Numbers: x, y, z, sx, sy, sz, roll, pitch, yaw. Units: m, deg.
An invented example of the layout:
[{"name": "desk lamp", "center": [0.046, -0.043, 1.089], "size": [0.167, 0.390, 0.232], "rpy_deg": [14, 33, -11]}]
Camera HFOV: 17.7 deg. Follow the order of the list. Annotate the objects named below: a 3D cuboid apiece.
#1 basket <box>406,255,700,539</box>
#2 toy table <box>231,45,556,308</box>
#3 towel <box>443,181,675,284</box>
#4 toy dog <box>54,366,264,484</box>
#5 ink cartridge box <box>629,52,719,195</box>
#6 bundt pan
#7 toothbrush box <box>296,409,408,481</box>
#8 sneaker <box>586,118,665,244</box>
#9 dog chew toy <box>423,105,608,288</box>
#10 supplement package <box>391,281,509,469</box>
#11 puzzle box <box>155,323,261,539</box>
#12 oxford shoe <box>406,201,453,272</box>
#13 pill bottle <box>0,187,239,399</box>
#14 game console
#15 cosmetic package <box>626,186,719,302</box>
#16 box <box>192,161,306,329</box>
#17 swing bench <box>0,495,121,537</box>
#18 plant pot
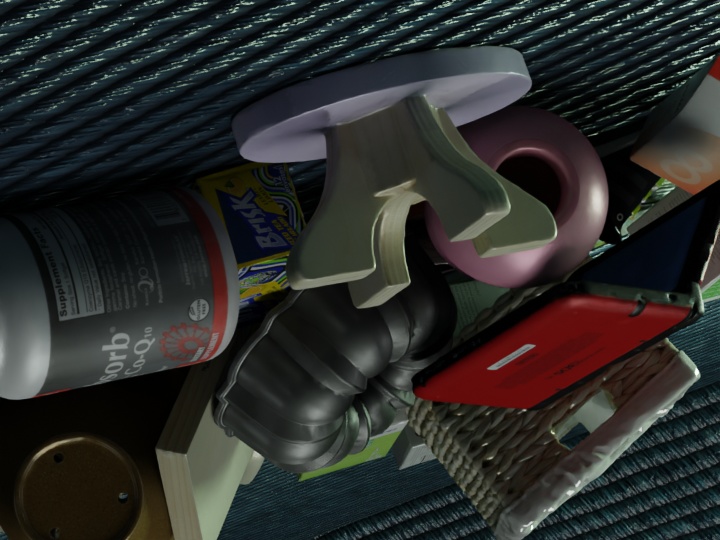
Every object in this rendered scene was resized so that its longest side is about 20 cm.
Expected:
[{"name": "basket", "center": [0.148, 0.104, 1.900], "size": [0.198, 0.161, 0.200], "rpy_deg": [-40, 173, -8]}, {"name": "toy table", "center": [0.029, -0.058, 1.416], "size": [0.200, 0.117, 0.184], "rpy_deg": [-13, 168, -18]}, {"name": "towel", "center": [0.161, -0.038, 1.902], "size": [0.200, 0.048, 0.171], "rpy_deg": [-26, 166, 37]}, {"name": "toy dog", "center": [-0.180, 0.117, 1.887], "size": [0.200, 0.140, 0.194], "rpy_deg": [-9, 172, -22]}, {"name": "ink cartridge box", "center": [0.301, -0.087, 1.634], "size": [0.162, 0.050, 0.200], "rpy_deg": [29, 161, -6]}, {"name": "bundt pan", "center": [-0.007, 0.068, 1.655], "size": [0.202, 0.076, 0.202], "rpy_deg": [-39, 160, -17]}, {"name": "toothbrush box", "center": [-0.028, 0.086, 1.955], "size": [0.086, 0.146, 0.200], "rpy_deg": [-15, 169, -10]}, {"name": "sneaker", "center": [0.189, -0.059, 1.747], "size": [0.200, 0.083, 0.072], "rpy_deg": [-15, 169, -17]}, {"name": "dog chew toy", "center": [0.098, -0.045, 1.603], "size": [0.124, 0.125, 0.200], "rpy_deg": [-16, 177, -9]}, {"name": "supplement package", "center": [0.111, 0.072, 2.084], "size": [0.200, 0.152, 0.151], "rpy_deg": [-17, 169, -7]}, {"name": "puzzle box", "center": [-0.099, 0.097, 1.710], "size": [0.025, 0.200, 0.133], "rpy_deg": [10, 139, 14]}, {"name": "oxford shoe", "center": [0.000, 0.000, 1.763], "size": [0.200, 0.073, 0.071], "rpy_deg": [-21, 168, 17]}, {"name": "pill bottle", "center": [-0.186, 0.017, 1.445], "size": [0.200, 0.116, 0.116], "rpy_deg": [-11, 167, -30]}, {"name": "game console", "center": [0.148, 0.012, 1.633], "size": [0.172, 0.119, 0.200], "rpy_deg": [7, 153, -32]}, {"name": "cosmetic package", "center": [0.320, -0.064, 1.811], "size": [0.200, 0.085, 0.108], "rpy_deg": [-42, 162, 34]}, {"name": "box", "center": [-0.084, -0.012, 1.580], "size": [0.064, 0.070, 0.200], "rpy_deg": [-15, 169, -13]}, {"name": "swing bench", "center": [-0.327, 0.194, 1.992], "size": [0.200, 0.130, 0.199], "rpy_deg": [21, -167, 31]}, {"name": "plant pot", "center": [-0.198, 0.155, 1.717], "size": [0.186, 0.187, 0.200], "rpy_deg": [-18, -176, -1]}]
